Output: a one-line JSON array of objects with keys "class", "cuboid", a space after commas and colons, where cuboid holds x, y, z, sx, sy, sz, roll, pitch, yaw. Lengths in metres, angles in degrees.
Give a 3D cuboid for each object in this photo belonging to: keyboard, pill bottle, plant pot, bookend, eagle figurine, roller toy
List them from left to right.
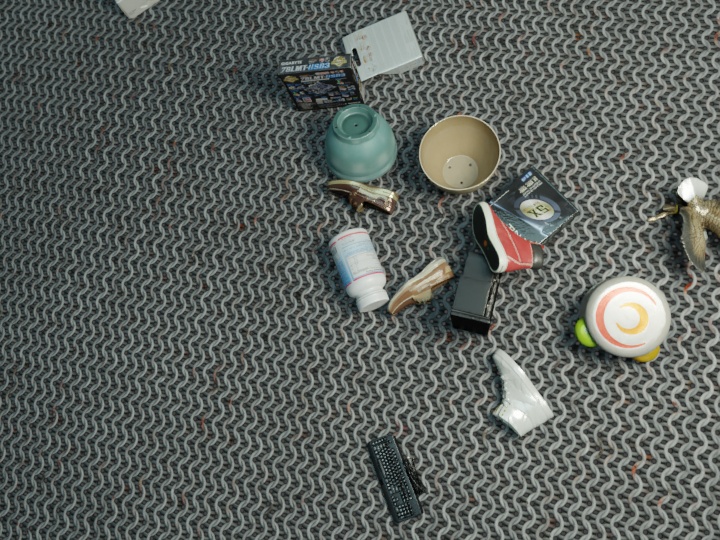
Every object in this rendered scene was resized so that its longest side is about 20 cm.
[{"class": "plant pot", "cuboid": [-0.005, -0.353, 1.636, 0.200, 0.134, 0.201, -3, 63, 6]}, {"class": "pill bottle", "cuboid": [0.000, 0.000, 1.586, 0.109, 0.109, 0.200, -22, 74, 4]}, {"class": "keyboard", "cuboid": [0.091, 0.495, 1.488, 0.104, 0.040, 0.200, -24, 75, 5]}, {"class": "plant pot", "cuboid": [0.256, -0.278, 1.592, 0.200, 0.134, 0.201, -2, 76, 9]}, {"class": "bookend", "cuboid": [0.284, 0.038, 1.478, 0.092, 0.199, 0.200, 13, 78, 13]}, {"class": "roller toy", "cuboid": [0.610, 0.106, 1.433, 0.200, 0.140, 0.183, 17, 91, 11]}, {"class": "eagle figurine", "cuboid": [0.804, -0.105, 1.445, 0.151, 0.200, 0.152, 22, 119, -23]}]

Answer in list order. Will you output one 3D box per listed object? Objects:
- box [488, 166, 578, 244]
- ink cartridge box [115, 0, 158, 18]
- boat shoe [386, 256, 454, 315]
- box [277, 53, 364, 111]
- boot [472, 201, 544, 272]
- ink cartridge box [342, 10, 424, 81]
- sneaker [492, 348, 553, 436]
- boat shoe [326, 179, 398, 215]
[{"class": "box", "cuboid": [0.411, -0.132, 1.553, 0.200, 0.086, 0.164, -40, 74, -1]}, {"class": "ink cartridge box", "cuboid": [-0.733, -0.925, 1.954, 0.146, 0.083, 0.200, -34, 73, 1]}, {"class": "boat shoe", "cuboid": [0.154, 0.051, 1.565, 0.200, 0.076, 0.072, -41, 75, 1]}, {"class": "box", "cuboid": [-0.102, -0.508, 1.679, 0.200, 0.199, 0.050, -3, 74, 11]}, {"class": "boot", "cuboid": [0.358, -0.082, 1.481, 0.144, 0.072, 0.200, -3, 55, -18]}, {"class": "ink cartridge box", "cuboid": [0.064, -0.628, 1.762, 0.200, 0.047, 0.160, -20, 74, 11]}, {"class": "sneaker", "cuboid": [0.352, 0.295, 1.470, 0.115, 0.074, 0.200, -34, 75, -2]}, {"class": "boat shoe", "cuboid": [-0.001, -0.191, 1.654, 0.200, 0.072, 0.072, 14, 80, 9]}]
